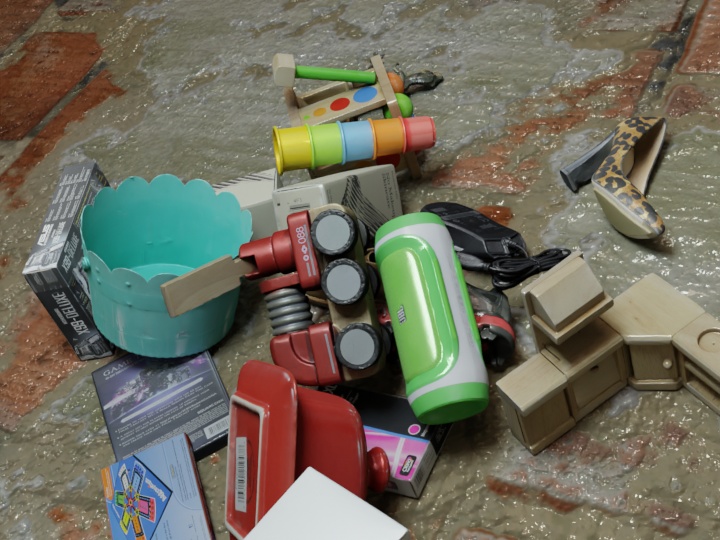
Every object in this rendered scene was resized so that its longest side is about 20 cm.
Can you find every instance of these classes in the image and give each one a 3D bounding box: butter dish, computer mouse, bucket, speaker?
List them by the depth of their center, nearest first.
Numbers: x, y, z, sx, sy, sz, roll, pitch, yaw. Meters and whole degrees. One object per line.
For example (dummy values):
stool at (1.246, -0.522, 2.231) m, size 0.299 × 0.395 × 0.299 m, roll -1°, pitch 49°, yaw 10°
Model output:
butter dish at (-0.042, 0.190, 1.023) m, size 0.146 × 0.203 × 0.199 m, roll 3°, pitch -1°, yaw -20°
speaker at (0.070, 0.047, 1.090) m, size 0.087 × 0.089 × 0.202 m, roll -16°, pitch 67°, yaw 7°
computer mouse at (0.126, -0.021, 1.230) m, size 0.199 × 0.047 × 0.140 m, roll 26°, pitch 29°, yaw 37°
bucket at (-0.232, -0.005, 1.287) m, size 0.205 × 0.136 × 0.208 m, roll 7°, pitch 38°, yaw -5°

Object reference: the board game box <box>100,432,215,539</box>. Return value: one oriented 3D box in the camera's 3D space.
board game box at (-0.203, 0.267, 1.109) m, size 0.102 × 0.020 × 0.201 m, roll -23°, pitch 47°, yaw -2°

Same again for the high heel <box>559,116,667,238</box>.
high heel at (0.331, -0.115, 1.242) m, size 0.142 × 0.072 × 0.200 m, roll -33°, pitch 33°, yaw -2°

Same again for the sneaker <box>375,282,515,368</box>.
sneaker at (0.076, 0.053, 1.185) m, size 0.198 × 0.071 × 0.099 m, roll -1°, pitch 46°, yaw 20°

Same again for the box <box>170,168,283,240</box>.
box at (-0.190, -0.061, 1.414) m, size 0.198 × 0.083 × 0.069 m, roll -13°, pitch 41°, yaw 8°

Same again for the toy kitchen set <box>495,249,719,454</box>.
toy kitchen set at (0.249, 0.093, 0.996) m, size 0.199 × 0.164 × 0.180 m, roll -33°, pitch 42°, yaw -11°

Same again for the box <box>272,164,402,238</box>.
box at (-0.022, -0.071, 1.265) m, size 0.068 × 0.083 × 0.200 m, roll -6°, pitch 10°, yaw 27°

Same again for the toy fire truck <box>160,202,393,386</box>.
toy fire truck at (-0.083, 0.037, 1.102) m, size 0.198 × 0.129 × 0.178 m, roll -13°, pitch 87°, yaw 10°

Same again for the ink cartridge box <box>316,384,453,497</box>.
ink cartridge box at (-0.011, 0.170, 1.130) m, size 0.198 × 0.037 × 0.095 m, roll 6°, pitch 49°, yaw 32°

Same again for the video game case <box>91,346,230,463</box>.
video game case at (-0.228, 0.152, 1.254) m, size 0.142 × 0.019 × 0.200 m, roll -28°, pitch 41°, yaw -5°

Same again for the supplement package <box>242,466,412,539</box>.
supplement package at (-0.011, 0.282, 0.885) m, size 0.116 × 0.201 × 0.117 m, roll 25°, pitch 59°, yaw 39°

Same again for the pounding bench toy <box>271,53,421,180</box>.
pounding bench toy at (-0.014, -0.211, 1.401) m, size 0.154 × 0.201 × 0.125 m, roll -20°, pitch 41°, yaw 4°

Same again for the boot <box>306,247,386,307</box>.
boot at (0.000, 0.000, 1.271) m, size 0.198 × 0.076 × 0.074 m, roll 4°, pitch 50°, yaw 29°

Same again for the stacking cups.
stacking cups at (-0.006, -0.160, 1.323) m, size 0.198 × 0.061 × 0.061 m, roll -9°, pitch 41°, yaw -7°

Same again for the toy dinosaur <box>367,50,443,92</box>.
toy dinosaur at (0.017, -0.263, 1.562) m, size 0.198 × 0.048 × 0.089 m, roll -27°, pitch 48°, yaw 0°

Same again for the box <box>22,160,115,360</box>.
box at (-0.345, -0.014, 1.375) m, size 0.049 × 0.159 × 0.201 m, roll -9°, pitch 44°, yaw 14°
